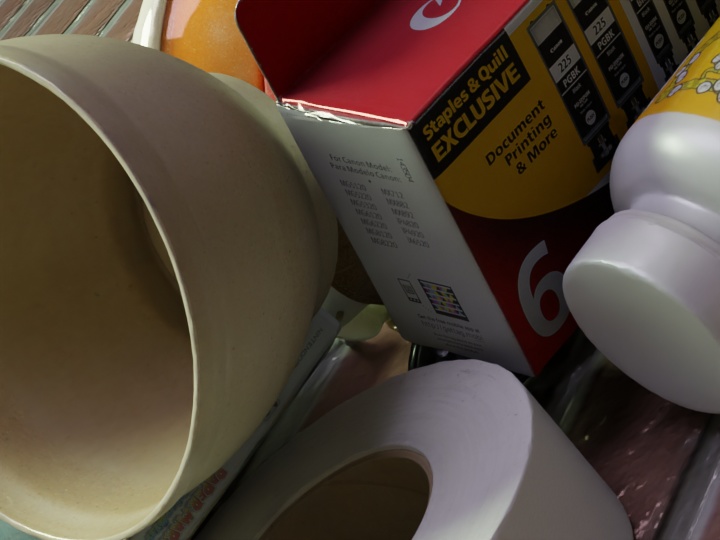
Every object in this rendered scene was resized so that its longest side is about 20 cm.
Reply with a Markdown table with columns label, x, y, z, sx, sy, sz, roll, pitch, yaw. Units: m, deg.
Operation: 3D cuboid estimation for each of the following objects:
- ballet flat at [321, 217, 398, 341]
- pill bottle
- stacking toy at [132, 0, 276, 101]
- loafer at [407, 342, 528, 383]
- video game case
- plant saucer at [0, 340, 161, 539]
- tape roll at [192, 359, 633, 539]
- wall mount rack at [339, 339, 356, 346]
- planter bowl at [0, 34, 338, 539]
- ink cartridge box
| label | x | y | z | sx | sy | sz | roll | pitch | yaw |
| --- | --- | --- | --- | --- | --- | --- | --- | --- | --- |
| ballet flat | 0.000 | 0.000 | 1.007 | 0.072 | 0.068 | 0.200 | -47 | -18 | 8 |
| pill bottle | 0.168 | -0.045 | 0.853 | 0.200 | 0.113 | 0.113 | -49 | 23 | -21 |
| stacking toy | 0.007 | -0.089 | 1.011 | 0.199 | 0.147 | 0.146 | 0 | 40 | 24 |
| loafer | 0.089 | -0.013 | 1.005 | 0.201 | 0.068 | 0.070 | -55 | -10 | -17 |
| video game case | -0.090 | 0.118 | 0.993 | 0.182 | 0.023 | 0.200 | -53 | 0 | -28 |
| plant saucer | -0.155 | 0.055 | 1.001 | 0.200 | 0.039 | 0.202 | -20 | 37 | 15 |
| tape roll | 0.006 | 0.130 | 0.846 | 0.202 | 0.071 | 0.203 | -34 | 23 | 16 |
| wall mount rack | -0.023 | -0.064 | 1.140 | 0.200 | 0.174 | 0.075 | -45 | -15 | -8 |
| planter bowl | -0.094 | -0.008 | 0.885 | 0.200 | 0.201 | 0.134 | -19 | 6 | 44 |
| ink cartridge box | 0.069 | -0.092 | 0.886 | 0.084 | 0.176 | 0.200 | 14 | 53 | 47 |
